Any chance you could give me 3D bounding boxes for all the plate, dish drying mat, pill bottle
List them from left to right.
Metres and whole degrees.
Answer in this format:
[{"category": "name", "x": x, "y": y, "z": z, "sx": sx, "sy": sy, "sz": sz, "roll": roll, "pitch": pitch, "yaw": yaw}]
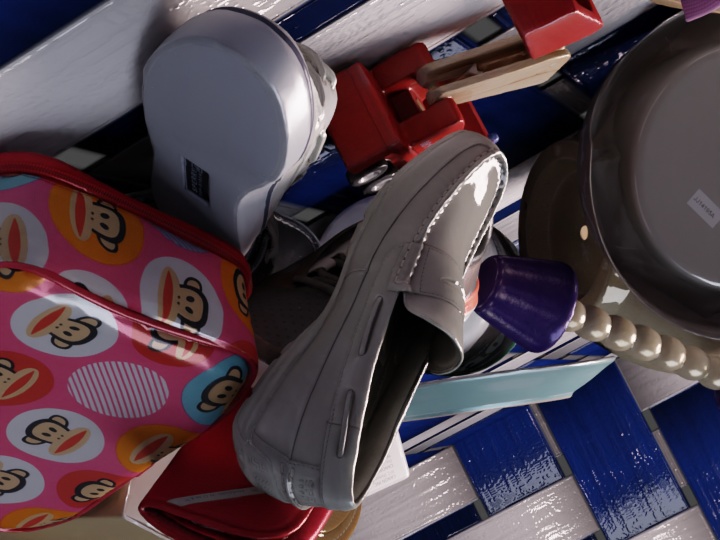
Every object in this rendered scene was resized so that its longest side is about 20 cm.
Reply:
[{"category": "dish drying mat", "x": -0.034, "y": 0.074, "z": 0.806, "sx": 0.200, "sy": 0.077, "sz": 0.018, "roll": -56, "pitch": 161, "yaw": -59}, {"category": "pill bottle", "x": 0.041, "y": 0.010, "z": 1.081, "sx": 0.113, "sy": 0.113, "sz": 0.200, "roll": -29, "pitch": 168, "yaw": 11}, {"category": "plate", "x": 0.071, "y": 0.082, "z": 1.118, "sx": 0.200, "sy": 0.026, "sz": 0.200, "roll": -8, "pitch": 176, "yaw": -1}]

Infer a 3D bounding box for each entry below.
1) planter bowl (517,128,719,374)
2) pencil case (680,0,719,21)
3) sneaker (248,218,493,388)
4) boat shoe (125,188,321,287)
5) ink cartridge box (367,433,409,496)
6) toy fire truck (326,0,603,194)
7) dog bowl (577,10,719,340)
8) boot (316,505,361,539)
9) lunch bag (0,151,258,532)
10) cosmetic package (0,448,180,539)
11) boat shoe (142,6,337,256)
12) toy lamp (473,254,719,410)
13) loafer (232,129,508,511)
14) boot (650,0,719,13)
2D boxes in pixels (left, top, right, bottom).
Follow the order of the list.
[{"category": "planter bowl", "x": 0.188, "y": -0.026, "z": 1.096, "sx": 0.135, "sy": 0.200, "sz": 0.200, "roll": -1, "pitch": 158, "yaw": -26}, {"category": "pencil case", "x": 0.176, "y": -0.158, "z": 0.686, "sx": 0.200, "sy": 0.094, "sz": 0.091, "roll": -17, "pitch": 165, "yaw": -40}, {"category": "sneaker", "x": 0.000, "y": 0.000, "z": 0.839, "sx": 0.200, "sy": 0.077, "sz": 0.082, "roll": -28, "pitch": 147, "yaw": -53}, {"category": "boat shoe", "x": -0.073, "y": -0.012, "z": 0.863, "sx": 0.068, "sy": 0.072, "sz": 0.200, "roll": -32, "pitch": 160, "yaw": 32}, {"category": "ink cartridge box", "x": -0.099, "y": 0.140, "z": 1.066, "sx": 0.200, "sy": 0.045, "sz": 0.176, "roll": -19, "pitch": -171, "yaw": -33}, {"category": "toy fire truck", "x": 0.051, "y": -0.091, "z": 0.815, "sx": 0.141, "sy": 0.049, "sz": 0.200, "roll": -28, "pitch": 168, "yaw": 10}, {"category": "dog bowl", "x": 0.217, "y": -0.061, "z": 0.978, "sx": 0.200, "sy": 0.200, "sz": 0.059, "roll": -25, "pitch": -169, "yaw": -8}, {"category": "boot", "x": -0.082, "y": 0.110, "z": 0.926, "sx": 0.155, "sy": 0.074, "sz": 0.200, "roll": -20, "pitch": -157, "yaw": 10}, {"category": "lunch bag", "x": -0.163, "y": 0.036, "z": 0.744, "sx": 0.176, "sy": 0.082, "sz": 0.200, "roll": 26, "pitch": 134, "yaw": -37}, {"category": "cosmetic package", "x": -0.148, "y": 0.098, "z": 0.895, "sx": 0.200, "sy": 0.105, "sz": 0.071, "roll": -11, "pitch": 147, "yaw": 43}, {"category": "boat shoe", "x": -0.044, "y": -0.067, "z": 0.709, "sx": 0.070, "sy": 0.071, "sz": 0.200, "roll": -51, "pitch": 173, "yaw": -20}, {"category": "toy lamp", "x": 0.157, "y": 0.040, "z": 1.000, "sx": 0.200, "sy": 0.058, "sz": 0.058, "roll": 20, "pitch": 148, "yaw": -20}, {"category": "loafer", "x": 0.020, "y": 0.022, "z": 0.756, "sx": 0.200, "sy": 0.070, "sz": 0.070, "roll": -59, "pitch": 147, "yaw": -21}, {"category": "boot", "x": 0.153, "y": -0.142, "z": 0.781, "sx": 0.075, "sy": 0.074, "sz": 0.200, "roll": -22, "pitch": 175, "yaw": 38}]
